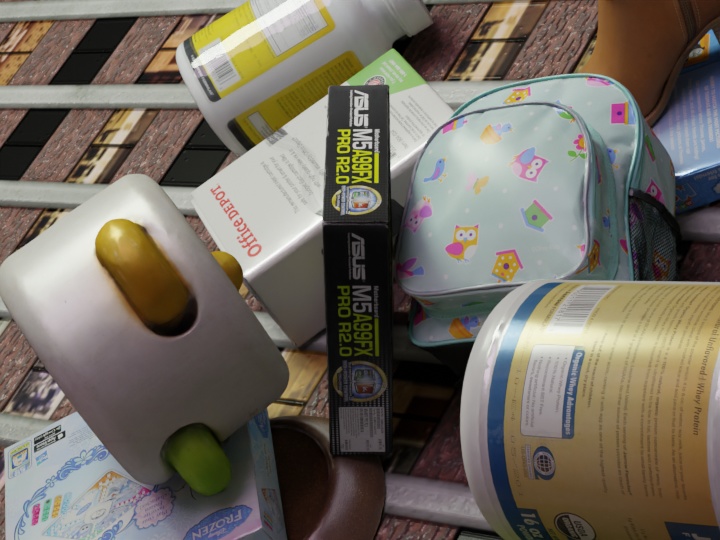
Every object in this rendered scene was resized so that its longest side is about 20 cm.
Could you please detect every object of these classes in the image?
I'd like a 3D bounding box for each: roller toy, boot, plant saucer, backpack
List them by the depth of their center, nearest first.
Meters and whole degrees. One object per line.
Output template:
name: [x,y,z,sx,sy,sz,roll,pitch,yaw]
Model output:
backpack: [0.118,-0.034,1.371,0.176,0.153,0.200,-9,53,30]
roller toy: [-0.139,0.033,1.375,0.140,0.200,0.182,-36,31,-5]
plant saucer: [-0.077,0.172,1.428,0.200,0.032,0.200,-21,39,18]
boot: [0.183,-0.181,1.439,0.200,0.155,0.077,-27,38,12]

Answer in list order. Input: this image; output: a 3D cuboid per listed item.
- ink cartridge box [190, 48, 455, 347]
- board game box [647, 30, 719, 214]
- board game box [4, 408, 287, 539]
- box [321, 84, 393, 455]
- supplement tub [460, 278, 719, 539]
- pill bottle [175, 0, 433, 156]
ink cartridge box: [-0.012,-0.058,1.584,0.200,0.084,0.146,-36,36,0]
board game box: [0.223,-0.103,1.484,0.200,0.037,0.151,-20,39,22]
board game box: [-0.153,0.160,1.438,0.200,0.043,0.199,-27,37,12]
box: [0.000,0.000,1.407,0.044,0.200,0.160,0,37,2]
supplement tub: [0.166,0.077,1.046,0.200,0.145,0.145,1,50,36]
pill bottle: [-0.045,-0.189,1.732,0.200,0.112,0.112,-30,36,7]
